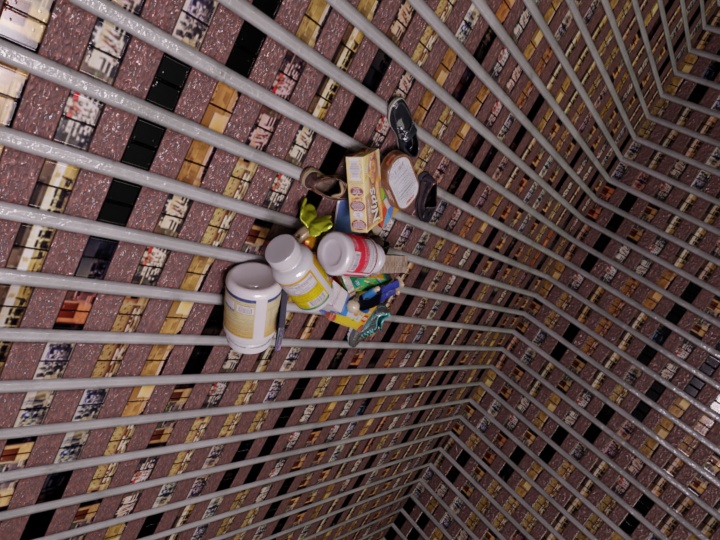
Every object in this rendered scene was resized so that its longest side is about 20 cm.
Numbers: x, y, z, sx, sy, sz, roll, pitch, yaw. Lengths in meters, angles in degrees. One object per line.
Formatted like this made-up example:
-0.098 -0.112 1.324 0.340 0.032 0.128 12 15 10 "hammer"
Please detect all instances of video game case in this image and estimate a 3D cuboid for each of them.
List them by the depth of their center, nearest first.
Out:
-0.212 0.120 1.428 0.019 0.146 0.201 7 154 -10 "video game case"

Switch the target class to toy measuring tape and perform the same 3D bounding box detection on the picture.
-0.077 -0.016 1.511 0.073 0.073 0.203 -28 95 -31 "toy measuring tape"

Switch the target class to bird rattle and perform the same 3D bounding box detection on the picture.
-0.153 -0.076 1.405 0.201 0.112 0.163 -53 167 1 "bird rattle"

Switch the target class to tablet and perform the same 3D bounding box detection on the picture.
-0.035 -0.131 1.572 0.129 0.014 0.203 -20 134 -39 "tablet"

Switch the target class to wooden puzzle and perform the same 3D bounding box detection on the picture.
0.081 -0.217 1.600 0.186 0.037 0.201 -49 149 -13 "wooden puzzle"

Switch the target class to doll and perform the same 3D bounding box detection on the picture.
0.041 0.084 1.611 0.198 0.049 0.138 -23 151 -34 "doll"

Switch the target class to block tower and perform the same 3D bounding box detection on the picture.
0.083 -0.022 1.618 0.199 0.053 0.059 -5 100 -60 "block tower"

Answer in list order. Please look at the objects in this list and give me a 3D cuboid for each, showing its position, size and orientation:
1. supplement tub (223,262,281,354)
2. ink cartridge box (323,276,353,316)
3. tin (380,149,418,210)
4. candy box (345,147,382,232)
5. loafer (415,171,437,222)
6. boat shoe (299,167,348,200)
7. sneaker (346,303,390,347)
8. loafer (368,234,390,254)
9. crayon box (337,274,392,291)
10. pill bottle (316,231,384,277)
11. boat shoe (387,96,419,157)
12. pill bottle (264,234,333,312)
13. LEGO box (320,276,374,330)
-0.280 0.098 1.366 0.143 0.144 0.203 -18 134 -40 "supplement tub"
-0.117 0.059 1.540 0.200 0.114 0.068 46 62 -56 "ink cartridge box"
0.115 -0.260 1.554 0.112 0.042 0.201 -46 143 -10 "tin"
0.013 -0.217 1.433 0.115 0.054 0.204 -41 133 -56 "candy box"
0.223 -0.228 1.750 0.071 0.063 0.202 -36 143 -22 "loafer"
-0.071 -0.215 1.399 0.198 0.072 0.073 13 110 -54 "boat shoe"
0.031 0.196 1.875 0.202 0.091 0.077 -55 145 3 "sneaker"
0.029 -0.082 1.616 0.072 0.073 0.199 -51 157 14 "loafer"
0.000 0.000 1.617 0.058 0.120 0.198 -47 155 23 "crayon box"
-0.019 -0.040 1.437 0.198 0.112 0.114 5 117 -56 "pill bottle"
0.126 -0.397 1.485 0.074 0.062 0.201 -41 143 -14 "boat shoe"
-0.151 0.006 1.300 0.113 0.112 0.201 -45 140 -10 "pill bottle"
-0.032 0.099 1.724 0.150 0.077 0.199 -55 146 4 "LEGO box"
